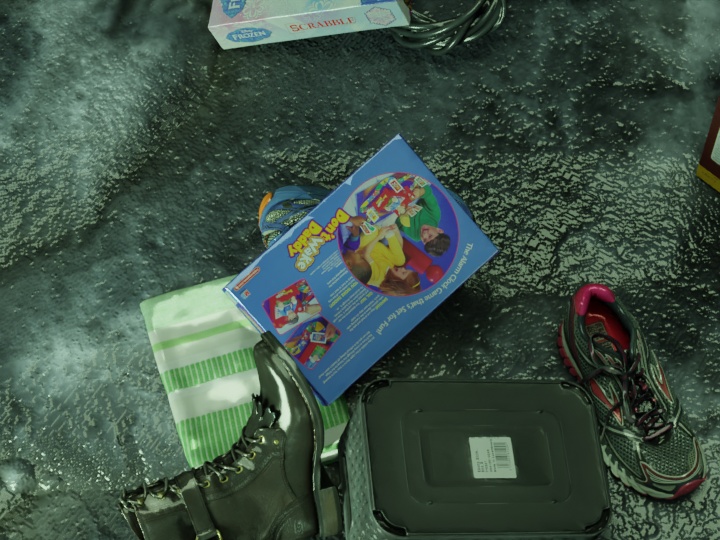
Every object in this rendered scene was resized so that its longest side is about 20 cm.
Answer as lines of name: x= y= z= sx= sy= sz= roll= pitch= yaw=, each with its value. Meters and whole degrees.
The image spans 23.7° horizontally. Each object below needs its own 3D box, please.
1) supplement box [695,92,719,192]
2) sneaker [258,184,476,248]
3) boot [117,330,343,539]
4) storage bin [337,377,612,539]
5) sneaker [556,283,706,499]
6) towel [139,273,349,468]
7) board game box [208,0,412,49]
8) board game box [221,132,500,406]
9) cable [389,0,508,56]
supplement box: x=0.425 y=-0.162 z=1.534 sx=0.133 sy=0.200 sz=0.197 roll=39 pitch=69 yaw=19
sneaker: x=0.004 y=-0.031 z=1.529 sx=0.199 sy=0.076 sz=0.079 roll=-4 pitch=29 yaw=8
boot: x=-0.113 y=0.164 z=1.395 sx=0.173 sy=0.069 sz=0.201 roll=-17 pitch=102 yaw=-12
storage bin: x=0.090 y=0.168 z=1.395 sx=0.199 sy=0.094 sz=0.136 roll=1 pitch=60 yaw=-13
sneaker: x=0.227 y=0.104 z=1.463 sx=0.080 sy=0.075 sz=0.201 roll=-24 pitch=64 yaw=-12
towel: x=-0.096 y=0.091 z=1.503 sx=0.152 sy=0.023 sz=0.201 roll=-16 pitch=63 yaw=-7
board game box: x=-0.040 y=-0.320 z=1.679 sx=0.198 sy=0.041 sz=0.201 roll=-5 pitch=60 yaw=21
board game box: x=0.000 y=0.000 z=1.466 sx=0.200 sy=0.045 sz=0.135 roll=-41 pitch=92 yaw=-9
cable: x=0.075 y=-0.298 z=1.684 sx=0.200 sy=0.051 sz=0.163 roll=36 pitch=78 yaw=28
